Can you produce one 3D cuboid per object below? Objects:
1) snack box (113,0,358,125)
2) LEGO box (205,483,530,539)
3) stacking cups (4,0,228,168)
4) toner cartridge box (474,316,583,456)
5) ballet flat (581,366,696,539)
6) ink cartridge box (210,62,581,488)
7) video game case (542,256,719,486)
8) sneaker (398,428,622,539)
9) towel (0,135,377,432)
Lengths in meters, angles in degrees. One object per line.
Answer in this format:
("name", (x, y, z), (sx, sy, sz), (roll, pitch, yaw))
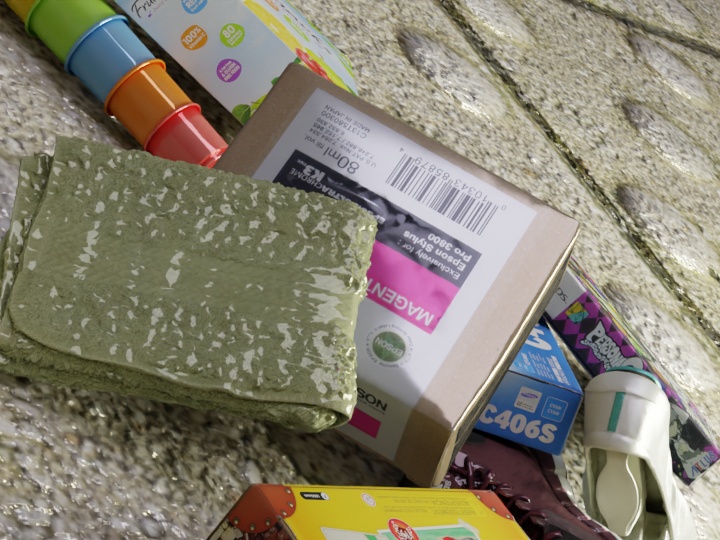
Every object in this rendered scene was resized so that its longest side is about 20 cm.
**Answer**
("snack box", (-0.092, -0.172, 1.523), (0.200, 0.068, 0.169), (45, 10, -14))
("LEGO box", (0.027, 0.186, 1.092), (0.200, 0.077, 0.149), (9, 37, -50))
("stacking cups", (-0.163, -0.130, 1.434), (0.200, 0.061, 0.060), (50, 25, 15))
("toner cartridge box", (0.074, 0.049, 1.381), (0.095, 0.043, 0.200), (18, 14, -9))
("ballet flat", (0.160, 0.141, 1.321), (0.201, 0.069, 0.070), (75, -10, -46))
("ink cartridge box", (0.000, 0.000, 1.250), (0.199, 0.075, 0.165), (29, 59, 8))
("video game case", (0.174, 0.056, 1.501), (0.181, 0.036, 0.200), (50, 7, 3))
("sneaker", (0.078, 0.151, 1.256), (0.115, 0.076, 0.200), (19, 19, -27))
("towel", (-0.094, 0.007, 1.166), (0.199, 0.037, 0.149), (10, 57, -3))
